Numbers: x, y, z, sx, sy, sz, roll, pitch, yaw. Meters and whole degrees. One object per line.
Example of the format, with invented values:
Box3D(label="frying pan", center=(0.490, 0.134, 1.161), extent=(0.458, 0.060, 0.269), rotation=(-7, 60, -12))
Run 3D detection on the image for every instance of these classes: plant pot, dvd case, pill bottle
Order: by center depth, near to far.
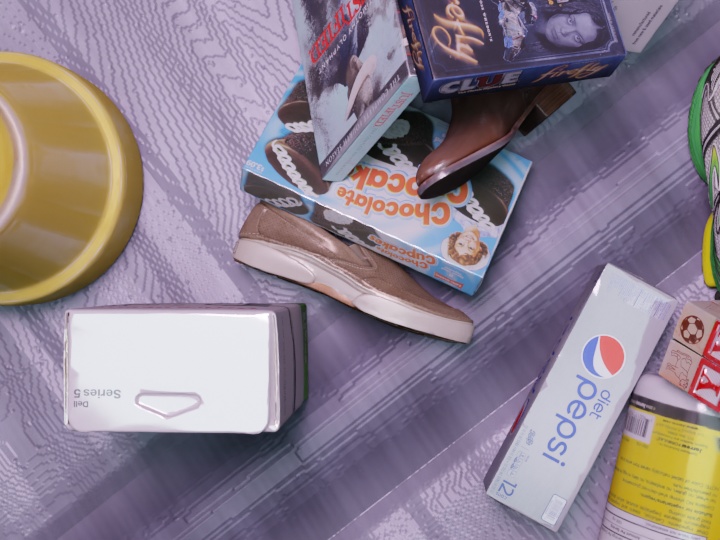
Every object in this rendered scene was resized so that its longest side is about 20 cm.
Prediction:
Box3D(label="dvd case", center=(-0.006, -0.187, 0.898), extent=(0.022, 0.146, 0.201), rotation=(2, 65, -28))
Box3D(label="plant pot", center=(-0.281, -0.073, 0.916), extent=(0.200, 0.189, 0.202), rotation=(0, 89, 3))
Box3D(label="pill bottle", center=(0.241, 0.186, 0.923), extent=(0.112, 0.112, 0.201), rotation=(13, 91, 3))

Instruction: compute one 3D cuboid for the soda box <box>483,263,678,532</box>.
Box3D(label="soda box", center=(0.168, 0.096, 0.950), extent=(0.063, 0.068, 0.200), rotation=(28, 91, 4))

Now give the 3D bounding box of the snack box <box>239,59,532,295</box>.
Box3D(label="snack box", center=(0.021, -0.074, 0.951), extent=(0.199, 0.037, 0.116), rotation=(24, 63, 3))

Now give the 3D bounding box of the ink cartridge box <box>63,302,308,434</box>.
Box3D(label="ink cartridge box", center=(-0.119, 0.066, 0.899), extent=(0.145, 0.200, 0.084), rotation=(0, 90, 3))

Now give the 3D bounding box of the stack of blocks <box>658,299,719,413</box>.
Box3D(label="stack of blocks", center=(0.326, 0.072, 0.882), extent=(0.200, 0.115, 0.059), rotation=(2, 113, -38))

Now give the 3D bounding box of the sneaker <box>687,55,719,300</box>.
Box3D(label="sneaker", center=(0.300, -0.070, 0.936), extent=(0.078, 0.085, 0.201), rotation=(-6, 89, 3))

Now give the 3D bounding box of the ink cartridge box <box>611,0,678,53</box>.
Box3D(label="ink cartridge box", center=(0.132, -0.260, 0.909), extent=(0.199, 0.084, 0.145), rotation=(11, 66, -7))

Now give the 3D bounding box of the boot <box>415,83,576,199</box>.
Box3D(label="boot", center=(0.047, -0.169, 0.928), extent=(0.200, 0.064, 0.186), rotation=(51, 51, 2))

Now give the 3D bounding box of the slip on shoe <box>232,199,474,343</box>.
Box3D(label="slip on shoe", center=(0.000, 0.000, 0.961), extent=(0.199, 0.076, 0.061), rotation=(22, 86, 10))

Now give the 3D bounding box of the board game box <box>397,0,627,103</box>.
Box3D(label="board game box", center=(0.085, -0.218, 0.820), extent=(0.135, 0.035, 0.201), rotation=(-10, 74, -13))
